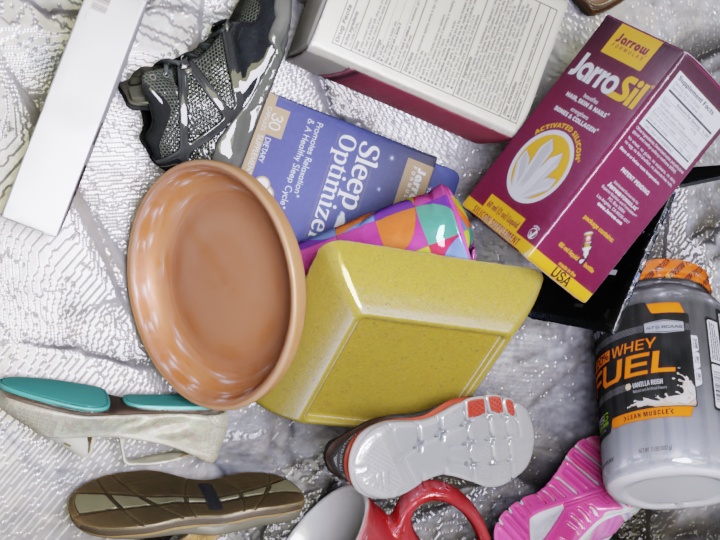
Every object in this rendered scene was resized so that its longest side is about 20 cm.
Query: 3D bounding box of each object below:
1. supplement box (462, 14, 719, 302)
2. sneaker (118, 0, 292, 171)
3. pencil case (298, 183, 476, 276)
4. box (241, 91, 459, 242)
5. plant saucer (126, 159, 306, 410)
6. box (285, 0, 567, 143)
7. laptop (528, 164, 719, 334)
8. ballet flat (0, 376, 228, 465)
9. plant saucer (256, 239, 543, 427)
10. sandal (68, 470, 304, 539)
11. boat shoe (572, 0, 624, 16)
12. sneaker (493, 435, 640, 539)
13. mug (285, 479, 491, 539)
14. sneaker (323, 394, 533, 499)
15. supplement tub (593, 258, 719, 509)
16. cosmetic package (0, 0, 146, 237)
[{"bbox_3d":[0.192,-0.092,1.005,0.085,0.110,0.200,33,97,-36],"label":"supplement box"},{"bbox_3d":[-0.129,-0.174,1.028,0.114,0.076,0.201,22,92,-21],"label":"sneaker"},{"bbox_3d":[0.000,0.000,1.029,0.199,0.088,0.089,-23,98,10],"label":"pencil case"},{"bbox_3d":[-0.013,-0.066,1.087,0.199,0.032,0.122,19,87,-16],"label":"box"},{"bbox_3d":[-0.113,0.011,0.996,0.037,0.199,0.202,-9,95,-48],"label":"plant saucer"},{"bbox_3d":[0.054,-0.204,1.059,0.199,0.109,0.129,21,88,-14],"label":"box"},{"bbox_3d":[0.257,-0.025,1.084,0.103,0.177,0.201,25,85,-15],"label":"laptop"},{"bbox_3d":[-0.207,0.131,1.026,0.198,0.067,0.063,8,100,-15],"label":"ballet flat"},{"bbox_3d":[0.031,0.071,1.019,0.199,0.049,0.201,8,134,-23],"label":"plant saucer"},{"bbox_3d":[-0.145,0.210,1.046,0.198,0.080,0.054,1,113,-19],"label":"sandal"},{"bbox_3d":[0.269,-0.317,1.130,0.200,0.074,0.076,-46,102,-9],"label":"boat shoe"},{"bbox_3d":[0.192,0.226,1.133,0.199,0.089,0.081,-27,58,-29],"label":"sneaker"},{"bbox_3d":[0.045,0.288,1.051,0.200,0.177,0.134,42,39,-17],"label":"mug"},{"bbox_3d":[0.056,0.140,1.028,0.199,0.082,0.078,1,90,-35],"label":"sneaker"},{"bbox_3d":[0.269,0.099,1.093,0.122,0.123,0.201,9,61,-15],"label":"supplement tub"},{"bbox_3d":[-0.232,-0.128,1.000,0.050,0.082,0.201,21,87,-17],"label":"cosmetic package"}]
